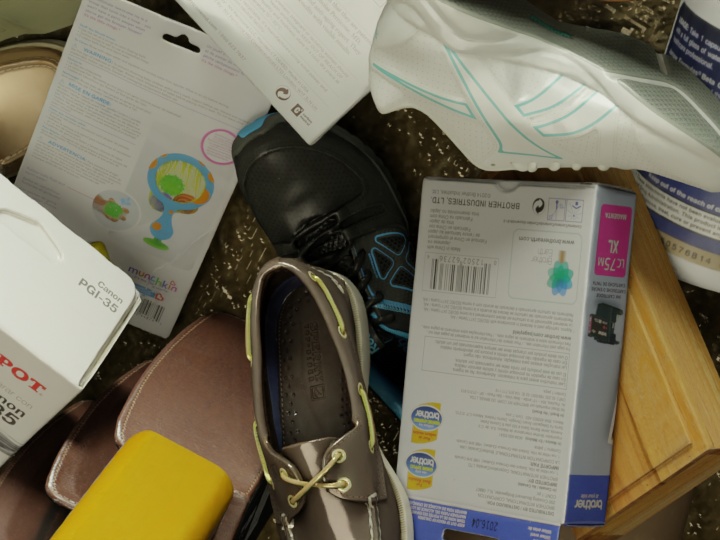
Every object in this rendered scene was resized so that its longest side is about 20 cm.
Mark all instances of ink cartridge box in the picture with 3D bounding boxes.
[{"bbox_3d":[0.076,0.055,1.331,0.119,0.042,0.201,5,88,45],"label":"ink cartridge box"},{"bbox_3d":[-0.238,0.038,1.474,0.146,0.083,0.200,39,137,-10],"label":"ink cartridge box"}]

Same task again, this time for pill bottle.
[{"bbox_3d":[0.209,-0.096,1.351,0.111,0.111,0.201,18,113,6],"label":"pill bottle"}]

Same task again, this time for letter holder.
[{"bbox_3d":[-0.115,0.097,1.448,0.142,0.200,0.101,24,113,4],"label":"letter holder"}]

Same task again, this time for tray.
[{"bbox_3d":[0.117,0.026,1.345,0.099,0.037,0.201,-40,59,37],"label":"tray"}]

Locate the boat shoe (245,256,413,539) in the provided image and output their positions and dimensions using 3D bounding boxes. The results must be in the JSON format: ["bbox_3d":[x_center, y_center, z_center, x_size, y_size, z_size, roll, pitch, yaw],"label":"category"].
[{"bbox_3d":[-0.020,0.091,1.347,0.072,0.059,0.201,-14,73,20],"label":"boat shoe"}]

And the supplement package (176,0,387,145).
[{"bbox_3d":[0.018,-0.181,1.364,0.200,0.114,0.110,-41,97,20],"label":"supplement package"}]

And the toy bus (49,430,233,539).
[{"bbox_3d":[-0.124,0.155,1.253,0.065,0.200,0.079,29,114,2],"label":"toy bus"}]

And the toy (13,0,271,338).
[{"bbox_3d":[-0.125,-0.064,1.469,0.115,0.047,0.201,23,122,-5],"label":"toy"}]

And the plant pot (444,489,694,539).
[{"bbox_3d":[0.100,0.145,1.439,0.200,0.200,0.175,30,94,1],"label":"plant pot"}]

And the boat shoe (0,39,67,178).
[{"bbox_3d":[-0.241,-0.068,1.489,0.199,0.069,0.074,-24,102,20],"label":"boat shoe"}]

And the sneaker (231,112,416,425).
[{"bbox_3d":[0.000,0.000,1.429,0.073,0.082,0.200,-30,115,18],"label":"sneaker"}]

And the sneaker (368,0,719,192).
[{"bbox_3d":[0.097,-0.082,1.299,0.200,0.070,0.080,26,118,3],"label":"sneaker"}]

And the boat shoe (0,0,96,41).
[{"bbox_3d":[-0.227,-0.159,1.461,0.201,0.074,0.063,-12,71,27],"label":"boat shoe"}]
